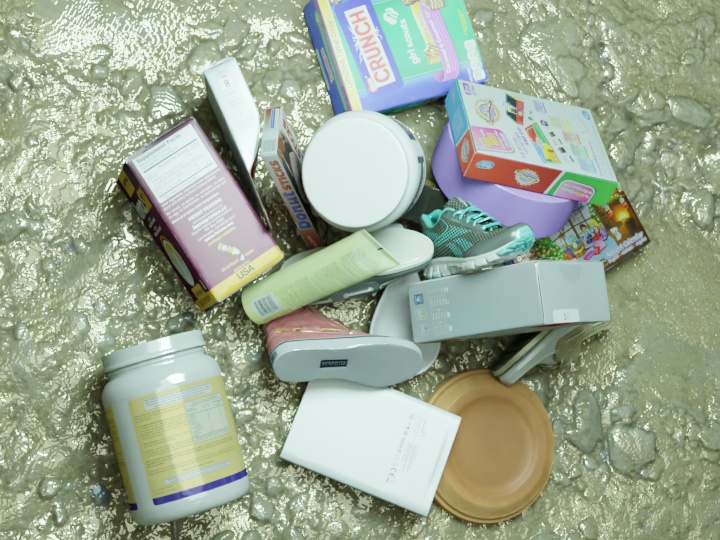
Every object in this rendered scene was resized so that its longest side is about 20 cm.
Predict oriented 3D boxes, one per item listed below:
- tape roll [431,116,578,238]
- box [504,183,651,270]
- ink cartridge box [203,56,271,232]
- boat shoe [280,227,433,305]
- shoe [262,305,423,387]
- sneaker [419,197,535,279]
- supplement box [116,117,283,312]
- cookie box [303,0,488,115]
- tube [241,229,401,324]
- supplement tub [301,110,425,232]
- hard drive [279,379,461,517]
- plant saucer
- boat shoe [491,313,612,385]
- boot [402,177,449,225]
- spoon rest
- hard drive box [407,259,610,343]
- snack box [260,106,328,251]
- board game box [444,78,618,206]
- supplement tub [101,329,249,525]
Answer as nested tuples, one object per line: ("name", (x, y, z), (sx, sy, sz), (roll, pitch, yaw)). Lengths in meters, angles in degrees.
("tape roll", (0.194, -0.134, 1.624), (0.197, 0.066, 0.202), (14, 42, -12))
("box", (0.282, -0.049, 1.708), (0.199, 0.039, 0.138), (-30, 91, -18))
("ink cartridge box", (-0.133, -0.148, 1.536), (0.057, 0.163, 0.202), (-27, 90, -6))
("boat shoe", (0.000, 0.000, 1.571), (0.197, 0.062, 0.073), (-12, 47, 11))
("shoe", (-0.023, 0.089, 1.565), (0.197, 0.091, 0.072), (1, 126, -19))
("sneaker", (0.131, -0.046, 1.525), (0.077, 0.199, 0.092), (-17, 92, -34))
("supplement box", (-0.197, -0.063, 1.522), (0.103, 0.131, 0.201), (-34, 92, -16))
("cookie box", (0.046, -0.297, 1.653), (0.198, 0.075, 0.173), (-18, 89, -17))
("tube", (-0.052, 0.008, 1.495), (0.058, 0.198, 0.052), (-18, 85, -60))
("supplement tub", (0.005, -0.119, 1.505), (0.138, 0.200, 0.143), (1, 95, 7))
("hard drive", (0.013, 0.211, 1.581), (0.198, 0.026, 0.133), (22, 77, 0))
("plant saucer", (0.166, 0.229, 1.638), (0.197, 0.037, 0.203), (2, 81, -16))
("boat shoe", (0.261, 0.095, 1.661), (0.199, 0.075, 0.069), (-37, 95, -22))
("boot", (0.049, -0.109, 1.640), (0.198, 0.076, 0.074), (26, 105, 1))
("spoon rest", (0.050, 0.036, 1.618), (0.098, 0.061, 0.203), (-7, 84, -17))
("hard drive box", (0.183, 0.039, 1.558), (0.155, 0.198, 0.078), (0, 81, -48))
("snack box", (-0.079, -0.108, 1.532), (0.024, 0.201, 0.073), (-8, 55, 13))
("board game box", (0.213, -0.163, 1.582), (0.197, 0.041, 0.154), (11, 42, -17))
("supplement tub", (-0.221, 0.183, 1.475), (0.144, 0.145, 0.203), (-14, 87, -17))
